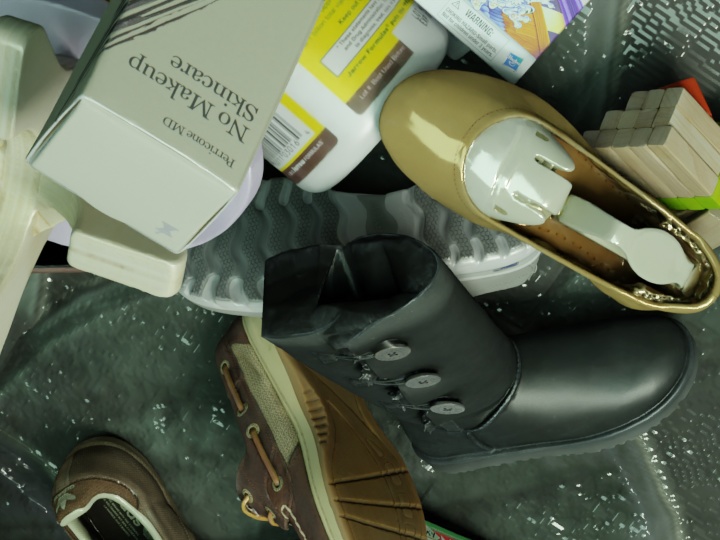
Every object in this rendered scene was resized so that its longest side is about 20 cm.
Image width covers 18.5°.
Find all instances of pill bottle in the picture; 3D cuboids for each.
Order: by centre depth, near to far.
[{"bbox_3d":[-0.061,-0.139,1.085,0.200,0.109,0.109,41,111,-7],"label":"pill bottle"}]

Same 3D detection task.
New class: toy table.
[{"bbox_3d":[-0.156,-0.050,1.034,0.199,0.117,0.185,8,119,13],"label":"toy table"}]

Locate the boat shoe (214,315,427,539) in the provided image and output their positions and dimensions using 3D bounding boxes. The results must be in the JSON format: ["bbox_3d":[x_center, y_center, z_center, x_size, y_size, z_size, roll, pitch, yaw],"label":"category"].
[{"bbox_3d":[-0.028,0.104,1.153,0.072,0.072,0.201,-42,58,29],"label":"boat shoe"}]

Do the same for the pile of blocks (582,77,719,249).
[{"bbox_3d":[0.208,-0.040,1.118,0.200,0.082,0.062,30,69,-13],"label":"pile of blocks"}]

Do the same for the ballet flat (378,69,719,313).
[{"bbox_3d":[0.099,-0.036,1.060,0.200,0.063,0.069,27,94,-29],"label":"ballet flat"}]

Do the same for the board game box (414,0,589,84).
[{"bbox_3d":[0.044,-0.206,1.059,0.200,0.045,0.135,40,111,-7],"label":"board game box"}]

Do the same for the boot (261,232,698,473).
[{"bbox_3d":[0.063,0.030,1.096,0.164,0.066,0.200,-22,145,16],"label":"boot"}]

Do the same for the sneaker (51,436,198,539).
[{"bbox_3d":[-0.103,0.185,1.234,0.070,0.076,0.200,-39,100,20],"label":"sneaker"}]

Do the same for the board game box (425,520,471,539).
[{"bbox_3d":[-0.002,0.225,1.232,0.134,0.029,0.200,26,113,-25],"label":"board game box"}]

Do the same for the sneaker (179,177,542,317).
[{"bbox_3d":[0.000,0.000,1.144,0.199,0.075,0.082,-3,153,9],"label":"sneaker"}]

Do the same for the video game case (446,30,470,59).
[{"bbox_3d":[0.037,-0.223,1.088,0.143,0.018,0.200,-37,102,20],"label":"video game case"}]

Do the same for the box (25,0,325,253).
[{"bbox_3d":[-0.064,-0.114,0.961,0.082,0.201,0.068,30,145,-15],"label":"box"}]

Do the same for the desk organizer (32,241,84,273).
[{"bbox_3d":[-0.201,-0.041,1.162,0.199,0.077,0.072,-1,110,9],"label":"desk organizer"}]
